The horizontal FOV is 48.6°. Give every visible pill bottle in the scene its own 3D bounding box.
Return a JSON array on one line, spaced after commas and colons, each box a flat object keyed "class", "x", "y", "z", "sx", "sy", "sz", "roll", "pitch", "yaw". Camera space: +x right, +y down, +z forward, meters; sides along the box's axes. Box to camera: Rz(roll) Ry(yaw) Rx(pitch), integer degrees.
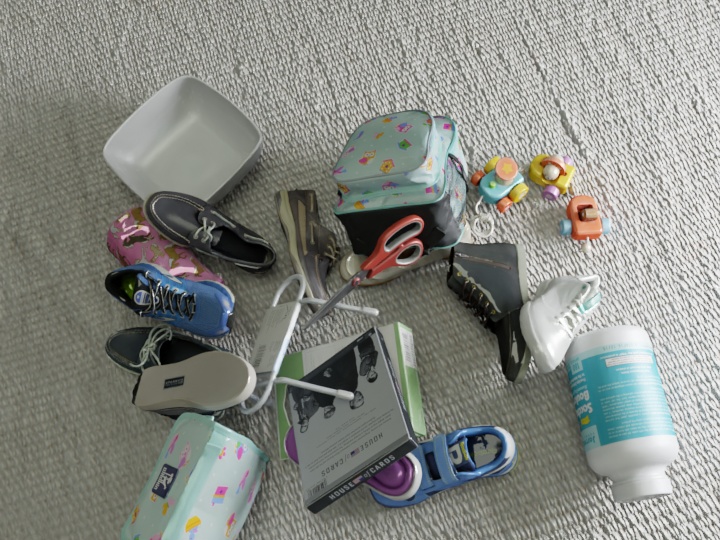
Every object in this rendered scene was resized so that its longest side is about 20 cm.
[{"class": "pill bottle", "x": 0.324, "y": 0.178, "z": 0.986, "sx": 0.109, "sy": 0.111, "sz": 0.203, "roll": -8, "pitch": 67, "yaw": 2}]

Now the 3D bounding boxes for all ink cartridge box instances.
[{"class": "ink cartridge box", "x": -0.019, "y": 0.165, "z": 1.061, "sx": 0.197, "sy": 0.048, "sz": 0.148, "roll": -18, "pitch": 65, "yaw": 24}]

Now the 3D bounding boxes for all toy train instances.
[{"class": "toy train", "x": 0.254, "y": -0.104, "z": 1.128, "sx": 0.196, "sy": 0.056, "sz": 0.153, "roll": 2, "pitch": 65, "yaw": -1}]

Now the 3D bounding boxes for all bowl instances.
[{"class": "bowl", "x": -0.260, "y": -0.174, "z": 1.203, "sx": 0.199, "sy": 0.075, "sz": 0.200, "roll": 40, "pitch": 77, "yaw": 18}]

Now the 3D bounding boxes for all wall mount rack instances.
[{"class": "wall mount rack", "x": -0.074, "y": 0.101, "z": 1.019, "sx": 0.172, "sy": 0.074, "sz": 0.202, "roll": -15, "pitch": 48, "yaw": 45}]

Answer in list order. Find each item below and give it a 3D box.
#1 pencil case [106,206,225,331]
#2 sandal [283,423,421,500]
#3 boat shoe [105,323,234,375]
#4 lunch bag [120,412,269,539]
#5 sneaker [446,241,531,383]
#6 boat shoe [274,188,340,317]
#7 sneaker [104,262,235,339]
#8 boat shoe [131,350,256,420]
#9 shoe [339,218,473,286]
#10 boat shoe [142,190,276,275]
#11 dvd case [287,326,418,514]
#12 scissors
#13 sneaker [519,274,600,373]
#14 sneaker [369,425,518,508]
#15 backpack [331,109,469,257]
[{"class": "pencil case", "x": -0.276, "y": -0.006, "z": 1.134, "sx": 0.199, "sy": 0.083, "sz": 0.086, "roll": 41, "pitch": 47, "yaw": 19}, {"class": "sandal", "x": -0.017, "y": 0.222, "z": 0.984, "sx": 0.200, "sy": 0.050, "sz": 0.084, "roll": 9, "pitch": 77, "yaw": 31}, {"class": "boat shoe", "x": -0.265, "y": 0.116, "z": 1.093, "sx": 0.197, "sy": 0.062, "sz": 0.076, "roll": 15, "pitch": 74, "yaw": 12}, {"class": "lunch bag", "x": -0.194, "y": 0.267, "z": 0.947, "sx": 0.120, "sy": 0.200, "sz": 0.172, "roll": 24, "pitch": 73, "yaw": 6}, {"class": "sneaker", "x": 0.168, "y": 0.054, "z": 1.064, "sx": 0.104, "sy": 0.075, "sz": 0.203, "roll": 4, "pitch": 58, "yaw": -6}, {"class": "boat shoe", "x": -0.066, "y": -0.034, "z": 1.129, "sx": 0.072, "sy": 0.075, "sz": 0.203, "roll": -17, "pitch": 70, "yaw": -3}, {"class": "sneaker", "x": -0.249, "y": 0.042, "z": 1.028, "sx": 0.197, "sy": 0.089, "sz": 0.080, "roll": 14, "pitch": 97, "yaw": 25}, {"class": "boat shoe", "x": -0.192, "y": 0.155, "z": 1.019, "sx": 0.197, "sy": 0.093, "sz": 0.076, "roll": -7, "pitch": 61, "yaw": 33}, {"class": "shoe", "x": 0.063, "y": -0.032, "z": 1.126, "sx": 0.197, "sy": 0.054, "sz": 0.071, "roll": -17, "pitch": 67, "yaw": -2}, {"class": "boat shoe", "x": -0.203, "y": -0.056, "z": 1.103, "sx": 0.198, "sy": 0.063, "sz": 0.074, "roll": 29, "pitch": 75, "yaw": -21}, {"class": "dvd case", "x": -0.017, "y": 0.175, "z": 0.968, "sx": 0.149, "sy": 0.025, "sz": 0.201, "roll": -35, "pitch": 34, "yaw": 12}, {"class": "scissors", "x": 0.000, "y": 0.000, "z": 0.995, "sx": 0.198, "sy": 0.074, "sz": 0.014, "roll": -31, "pitch": 47, "yaw": -14}, {"class": "sneaker", "x": 0.259, "y": 0.052, "z": 1.002, "sx": 0.088, "sy": 0.200, "sz": 0.076, "roll": -22, "pitch": 106, "yaw": 30}, {"class": "sneaker", "x": 0.103, "y": 0.239, "z": 0.999, "sx": 0.197, "sy": 0.082, "sz": 0.075, "roll": -19, "pitch": 69, "yaw": 0}, {"class": "backpack", "x": 0.059, "y": -0.131, "z": 1.095, "sx": 0.173, "sy": 0.155, "sz": 0.201, "roll": -8, "pitch": 35, "yaw": 25}]
